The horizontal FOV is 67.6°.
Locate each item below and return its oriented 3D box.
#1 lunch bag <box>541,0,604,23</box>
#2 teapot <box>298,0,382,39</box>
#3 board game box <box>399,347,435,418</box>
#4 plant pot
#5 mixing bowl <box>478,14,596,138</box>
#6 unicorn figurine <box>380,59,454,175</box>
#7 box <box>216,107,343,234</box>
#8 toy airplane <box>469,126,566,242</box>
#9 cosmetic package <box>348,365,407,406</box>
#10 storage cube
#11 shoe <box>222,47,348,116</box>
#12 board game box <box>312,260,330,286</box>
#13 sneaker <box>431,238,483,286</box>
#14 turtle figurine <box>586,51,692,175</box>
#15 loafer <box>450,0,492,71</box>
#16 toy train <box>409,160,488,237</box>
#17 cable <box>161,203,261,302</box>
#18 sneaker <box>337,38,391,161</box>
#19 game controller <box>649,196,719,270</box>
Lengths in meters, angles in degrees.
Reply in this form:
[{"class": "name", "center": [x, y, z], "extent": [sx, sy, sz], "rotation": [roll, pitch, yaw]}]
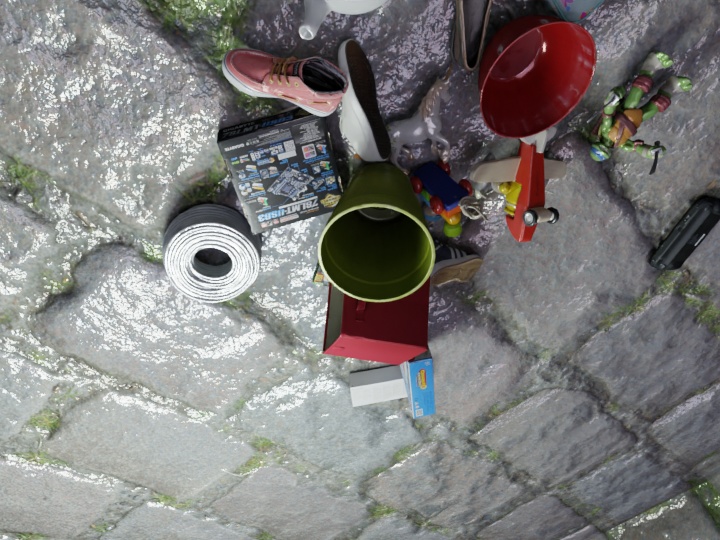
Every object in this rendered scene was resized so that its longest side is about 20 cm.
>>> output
[{"class": "lunch bag", "center": [0.321, -0.494, 0.802], "extent": [0.159, 0.078, 0.199], "rotation": [-39, 126, 21]}, {"class": "teapot", "center": [-0.004, -0.446, 0.733], "extent": [0.191, 0.148, 0.204], "rotation": [-9, 130, -4]}, {"class": "board game box", "center": [0.122, 0.200, 1.258], "extent": [0.054, 0.199, 0.204], "rotation": [-11, 132, -2]}, {"class": "plant pot", "center": [0.032, -0.087, 0.962], "extent": [0.194, 0.196, 0.204], "rotation": [2, 131, 3]}, {"class": "mixing bowl", "center": [0.273, -0.338, 0.892], "extent": [0.194, 0.110, 0.203], "rotation": [-11, 142, -8]}, {"class": "unicorn figurine", "center": [0.108, -0.253, 0.962], "extent": [0.196, 0.075, 0.139], "rotation": [-25, 130, 10]}, {"class": "box", "center": [-0.138, -0.182, 0.989], "extent": [0.194, 0.050, 0.202], "rotation": [-15, 131, 1]}, {"class": "toy airplane", "center": [0.304, -0.186, 1.034], "extent": [0.200, 0.140, 0.201], "rotation": [43, 74, -27]}, {"class": "cosmetic package", "center": [0.068, 0.300, 1.426], "extent": [0.194, 0.051, 0.084], "rotation": [-9, 133, -4]}, {"class": "storage cube", "center": [0.030, 0.081, 1.083], "extent": [0.174, 0.176, 0.200], "rotation": [10, 158, -14]}, {"class": "shoe", "center": [-0.116, -0.309, 0.843], "extent": [0.195, 0.074, 0.091], "rotation": [16, 170, -19]}, {"class": "board game box", "center": [0.000, 0.000, 1.185], "extent": [0.194, 0.024, 0.107], "rotation": [9, 125, -18]}, {"class": "sneaker", "center": [0.184, -0.031, 1.174], "extent": [0.197, 0.109, 0.071], "rotation": [-8, 137, -47]}, {"class": "turtle figurine", "center": [0.506, -0.276, 0.958], "extent": [0.196, 0.143, 0.199], "rotation": [-54, 165, 9]}, {"class": "loafer", "center": [0.181, -0.420, 0.845], "extent": [0.070, 0.064, 0.204], "rotation": [-6, 130, -5]}, {"class": "toy train", "center": [0.175, -0.108, 1.018], "extent": [0.083, 0.201, 0.117], "rotation": [-29, 141, -11]}, {"class": "cable", "center": [-0.295, -0.030, 1.070], "extent": [0.195, 0.070, 0.202], "rotation": [-22, 130, 7]}, {"class": "sneaker", "center": [-0.015, -0.281, 0.920], "extent": [0.083, 0.073, 0.205], "rotation": [4, 122, 38]}, {"class": "game controller", "center": [0.769, -0.082, 1.265], "extent": [0.102, 0.043, 0.203], "rotation": [-1, 131, -29]}]
